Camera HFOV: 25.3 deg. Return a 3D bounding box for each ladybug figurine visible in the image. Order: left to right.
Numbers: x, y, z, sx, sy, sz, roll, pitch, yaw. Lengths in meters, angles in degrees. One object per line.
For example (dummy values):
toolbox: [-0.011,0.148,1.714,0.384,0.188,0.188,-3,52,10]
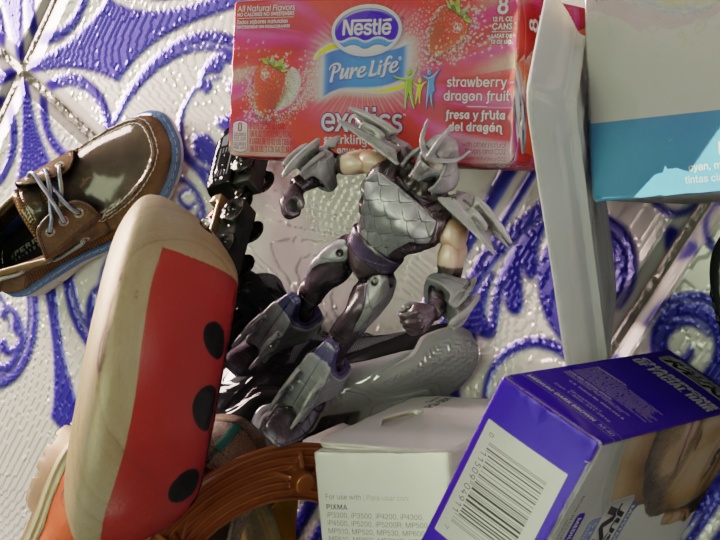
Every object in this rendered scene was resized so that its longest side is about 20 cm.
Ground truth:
ladybug figurine: [-0.112,0.059,0.872,0.071,0.136,0.202,10,75,-2]

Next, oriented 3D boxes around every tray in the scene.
tray: [0.113,-0.034,0.830,0.022,0.108,0.201,-2,126,16]

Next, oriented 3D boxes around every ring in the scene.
ring: [-0.054,0.195,0.945,0.019,0.199,0.202,38,113,50]

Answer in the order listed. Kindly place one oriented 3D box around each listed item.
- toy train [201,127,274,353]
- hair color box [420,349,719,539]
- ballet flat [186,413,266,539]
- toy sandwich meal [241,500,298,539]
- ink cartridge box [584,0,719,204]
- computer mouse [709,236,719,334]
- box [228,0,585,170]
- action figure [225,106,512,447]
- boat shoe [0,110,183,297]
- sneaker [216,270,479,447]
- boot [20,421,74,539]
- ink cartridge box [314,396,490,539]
toy train: [-0.089,-0.014,0.999,0.045,0.034,0.201,-13,49,28]
hair color box: [0.119,0.107,0.819,0.065,0.199,0.110,34,109,26]
ballet flat: [-0.110,0.179,0.953,0.067,0.067,0.202,19,109,10]
toy sandwich meal: [-0.102,0.216,1.057,0.204,0.070,0.208,-8,77,41]
ink cartridge box: [0.193,-0.137,0.806,0.124,0.128,0.202,-2,91,34]
computer mouse: [0.228,0.072,0.850,0.058,0.034,0.202,-13,88,5]
box: [0.029,-0.109,0.936,0.198,0.099,0.097,5,94,35]
action figure: [0.000,0.000,0.878,0.130,0.069,0.201,46,120,20]
boat shoe: [-0.203,-0.040,1.112,0.200,0.072,0.073,-40,70,28]
sneaker: [-0.029,0.046,0.993,0.198,0.075,0.115,-22,62,16]
boot: [-0.178,0.209,1.034,0.107,0.075,0.202,21,96,37]
ink cartridge box: [0.048,0.181,0.889,0.082,0.146,0.202,-2,96,26]
